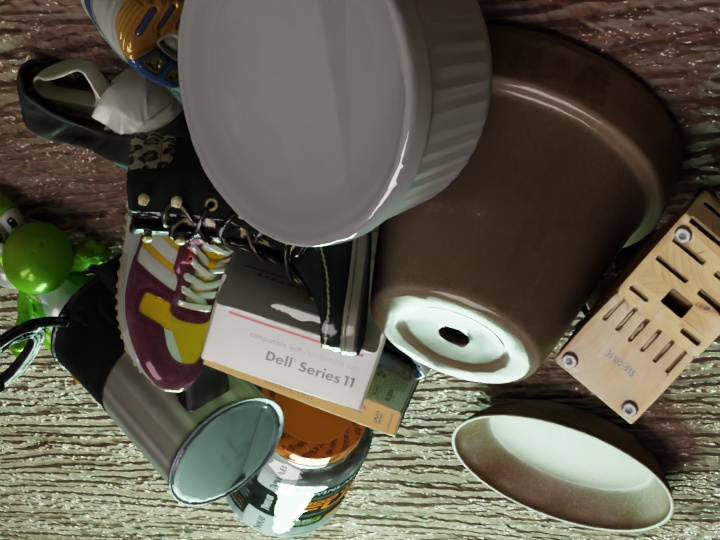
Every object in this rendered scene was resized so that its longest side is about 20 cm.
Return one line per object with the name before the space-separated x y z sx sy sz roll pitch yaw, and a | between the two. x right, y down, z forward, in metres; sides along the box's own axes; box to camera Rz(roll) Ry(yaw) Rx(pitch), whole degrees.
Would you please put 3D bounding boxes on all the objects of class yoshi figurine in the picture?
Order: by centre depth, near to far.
yoshi figurine | -0.263 0.019 1.713 0.112 0.113 0.200 -12 137 26

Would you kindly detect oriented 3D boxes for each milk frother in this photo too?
milk frother | -0.204 0.106 1.634 0.188 0.200 0.181 43 169 33

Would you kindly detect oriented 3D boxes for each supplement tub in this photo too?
supplement tub | -0.057 0.157 1.774 0.122 0.123 0.200 23 154 0

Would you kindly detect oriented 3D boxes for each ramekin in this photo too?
ramekin | -0.010 -0.118 1.165 0.094 0.203 0.202 -13 -178 -42

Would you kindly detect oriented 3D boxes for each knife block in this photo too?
knife block | 0.198 0.009 1.234 0.064 0.176 0.200 39 125 3

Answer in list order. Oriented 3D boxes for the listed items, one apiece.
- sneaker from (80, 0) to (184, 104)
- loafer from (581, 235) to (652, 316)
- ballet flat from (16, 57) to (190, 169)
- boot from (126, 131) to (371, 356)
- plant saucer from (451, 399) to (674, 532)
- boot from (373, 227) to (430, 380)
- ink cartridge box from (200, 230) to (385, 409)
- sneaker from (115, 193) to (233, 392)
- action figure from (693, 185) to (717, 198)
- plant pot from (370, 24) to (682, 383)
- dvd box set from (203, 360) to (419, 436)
sneaker | -0.109 -0.145 1.334 0.088 0.075 0.200 40 178 41
loafer | 0.183 0.017 1.380 0.200 0.071 0.073 12 152 22
ballet flat | -0.178 -0.114 1.417 0.200 0.068 0.068 13 139 35
boot | -0.073 -0.021 1.258 0.154 0.204 0.074 0 131 -7
plant saucer | 0.178 0.162 1.696 0.200 0.037 0.200 18 152 10
boot | 0.000 0.000 1.466 0.200 0.096 0.074 39 149 -29
ink cartridge box | -0.038 0.027 1.340 0.117 0.200 0.067 18 112 0
sneaker | -0.124 -0.012 1.441 0.090 0.200 0.075 -6 174 41
action figure | 0.284 -0.011 1.194 0.105 0.200 0.194 -28 151 0
plant pot | 0.089 -0.029 1.257 0.200 0.175 0.200 17 152 10
dvd box set | -0.045 0.049 1.550 0.200 0.146 0.029 20 121 4
